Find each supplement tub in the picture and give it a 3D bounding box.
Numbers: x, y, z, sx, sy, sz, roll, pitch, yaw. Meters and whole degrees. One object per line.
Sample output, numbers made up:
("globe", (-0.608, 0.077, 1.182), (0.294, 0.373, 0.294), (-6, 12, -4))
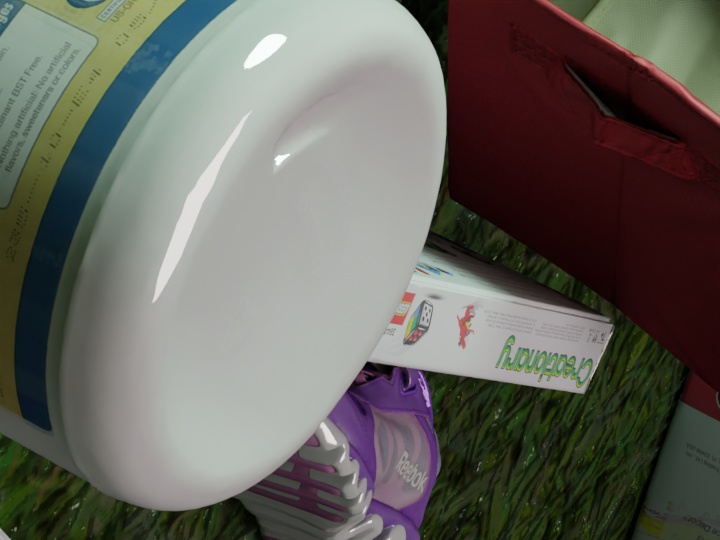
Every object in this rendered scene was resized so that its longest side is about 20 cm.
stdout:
("supplement tub", (-0.094, -0.040, 0.763), (0.145, 0.200, 0.145), (-44, 149, -36))

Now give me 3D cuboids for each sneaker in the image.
("sneaker", (-0.011, 0.063, 1.166), (0.089, 0.080, 0.200), (-64, 160, -15))

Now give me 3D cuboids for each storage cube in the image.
("storage cube", (0.150, -0.083, 1.074), (0.200, 0.171, 0.180), (-45, 158, -22))

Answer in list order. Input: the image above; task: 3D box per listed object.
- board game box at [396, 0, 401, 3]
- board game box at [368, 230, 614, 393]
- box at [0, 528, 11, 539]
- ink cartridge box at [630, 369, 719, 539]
("board game box", (-0.002, -0.162, 1.014), (0.200, 0.035, 0.135), (-64, 155, 1))
("board game box", (0.000, 0.000, 1.061), (0.200, 0.126, 0.035), (12, 102, -63))
("box", (-0.203, 0.119, 0.773), (0.200, 0.124, 0.098), (-55, 139, -19))
("ink cartridge box", (0.251, 0.139, 1.638), (0.145, 0.145, 0.200), (-14, 126, -58))
